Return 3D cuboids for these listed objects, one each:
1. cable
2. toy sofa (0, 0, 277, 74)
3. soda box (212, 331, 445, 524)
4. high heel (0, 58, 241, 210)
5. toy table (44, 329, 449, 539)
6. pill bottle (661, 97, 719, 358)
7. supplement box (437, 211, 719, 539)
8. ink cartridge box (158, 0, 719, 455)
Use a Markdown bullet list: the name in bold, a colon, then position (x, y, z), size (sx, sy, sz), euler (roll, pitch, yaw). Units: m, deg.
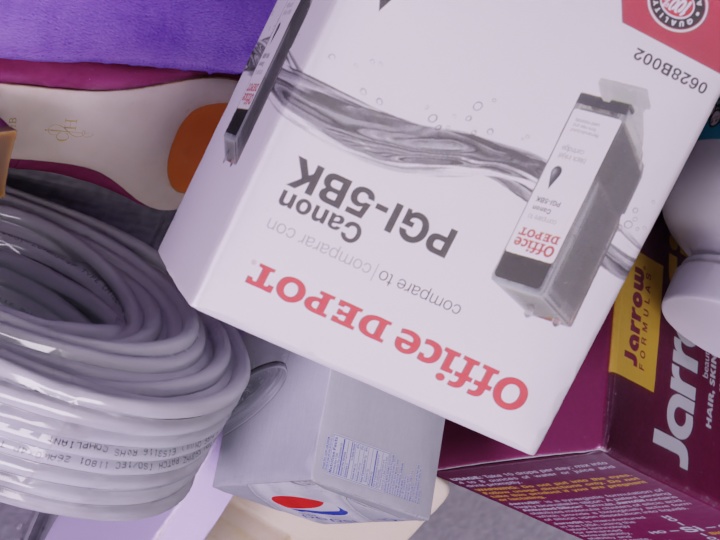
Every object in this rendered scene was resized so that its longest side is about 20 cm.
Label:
- **cable**: position (-0.142, 0.023, 0.802), size (0.199, 0.200, 0.069), euler (16, 108, -31)
- **toy sofa**: position (-0.084, -0.115, 0.792), size (0.199, 0.098, 0.083), euler (2, 108, -26)
- **soda box**: position (0.000, 0.000, 0.858), size (0.063, 0.068, 0.201), euler (22, 70, -35)
- **high heel**: position (-0.124, -0.069, 0.858), size (0.200, 0.096, 0.068), euler (-14, 133, -41)
- **toy table**: position (-0.058, 0.126, 0.937), size (0.117, 0.184, 0.200), euler (32, 124, -20)
- **pill bottle**: position (0.196, -0.058, 0.880), size (0.111, 0.111, 0.201), euler (39, 69, -38)
- **supplement box**: position (0.133, 0.054, 0.961), size (0.103, 0.131, 0.200), euler (-11, 154, 41)
- **ink cartridge box**: position (0.037, -0.055, 0.750), size (0.146, 0.083, 0.201), euler (24, 97, -17)
